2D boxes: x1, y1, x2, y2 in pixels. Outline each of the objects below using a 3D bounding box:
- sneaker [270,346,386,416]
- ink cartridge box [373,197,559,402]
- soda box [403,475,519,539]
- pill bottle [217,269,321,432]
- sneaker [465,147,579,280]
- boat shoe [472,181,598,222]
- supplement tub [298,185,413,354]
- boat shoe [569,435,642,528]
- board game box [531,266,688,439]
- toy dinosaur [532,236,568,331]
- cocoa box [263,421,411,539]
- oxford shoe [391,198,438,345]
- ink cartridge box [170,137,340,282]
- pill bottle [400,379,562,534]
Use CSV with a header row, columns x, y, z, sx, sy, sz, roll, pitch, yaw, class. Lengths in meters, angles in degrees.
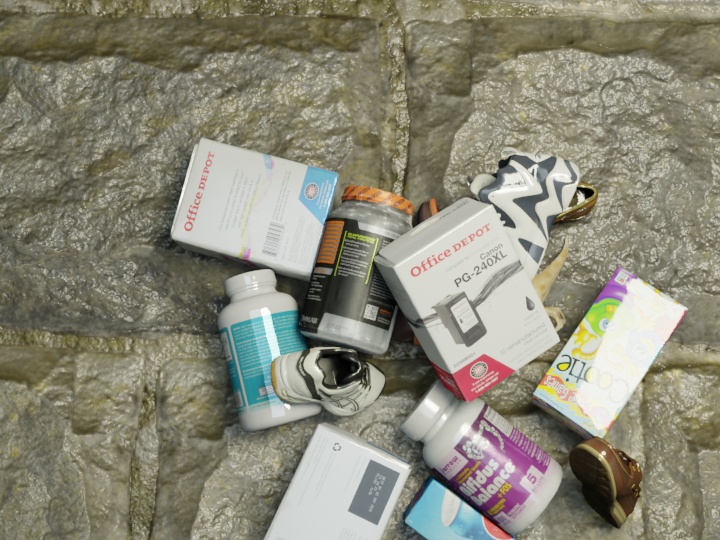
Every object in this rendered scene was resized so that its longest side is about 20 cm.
x,y,z,sx,sy,sz,roll,pitch,yaw,class
-0.019,0.139,1.091,0.087,0.199,0.076,-22,69,35,sneaker
0.130,0.034,1.052,0.145,0.083,0.201,-32,106,-8,ink cartridge box
0.154,0.356,1.123,0.199,0.064,0.068,36,84,5,soda box
-0.125,0.104,1.137,0.110,0.111,0.202,-14,83,-1,pill bottle
0.184,-0.067,1.112,0.129,0.080,0.200,23,118,1,sneaker
0.225,-0.090,1.180,0.198,0.068,0.073,-15,82,-1,boat shoe
0.000,0.000,1.116,0.122,0.123,0.202,15,83,3,supplement tub
0.314,0.254,1.082,0.068,0.200,0.072,-43,50,-11,boat shoe
0.322,0.114,1.125,0.105,0.103,0.201,34,84,17,board game box
0.235,0.041,1.168,0.200,0.058,0.101,-38,82,-4,toy dinosaur
-0.034,0.311,1.097,0.133,0.131,0.201,24,83,4,cocoa box
0.070,-0.002,1.171,0.072,0.071,0.202,7,82,8,oxford shoe
-0.141,-0.080,1.176,0.198,0.085,0.146,15,82,2,ink cartridge box
0.152,0.236,1.115,0.200,0.112,0.112,38,84,6,pill bottle
